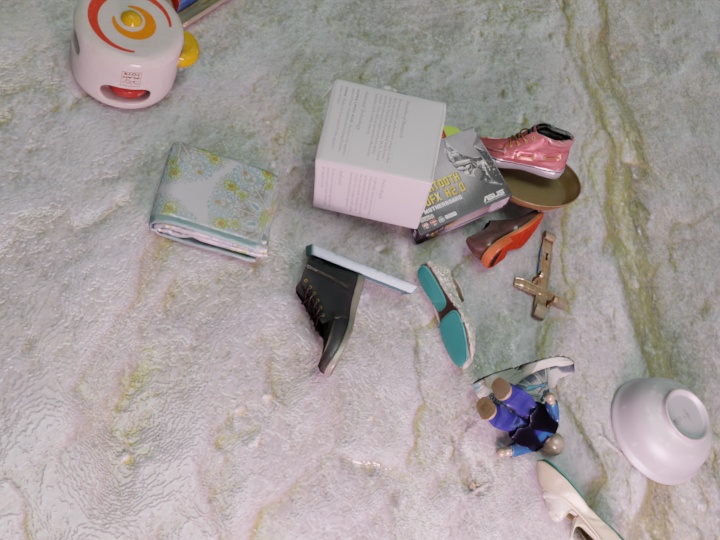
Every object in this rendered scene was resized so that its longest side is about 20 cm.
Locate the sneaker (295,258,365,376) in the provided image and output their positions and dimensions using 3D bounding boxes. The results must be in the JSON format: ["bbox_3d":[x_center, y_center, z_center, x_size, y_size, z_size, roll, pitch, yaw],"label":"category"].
[{"bbox_3d":[-0.065,0.074,1.355,0.105,0.075,0.202,21,47,-7],"label":"sneaker"}]

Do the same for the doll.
[{"bbox_3d":[0.268,0.253,1.376,0.199,0.137,0.048,35,5,-34],"label":"doll"}]

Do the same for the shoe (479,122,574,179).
[{"bbox_3d":[0.313,-0.248,1.640,0.197,0.092,0.072,14,41,0],"label":"shoe"}]

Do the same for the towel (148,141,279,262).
[{"bbox_3d":[-0.236,-0.113,1.395,0.197,0.048,0.173,17,54,-14],"label":"towel"}]

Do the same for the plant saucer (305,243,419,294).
[{"bbox_3d":[0.000,0.000,1.427,0.197,0.070,0.019,23,83,-11],"label":"plant saucer"}]

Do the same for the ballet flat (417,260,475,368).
[{"bbox_3d":[0.164,0.068,1.456,0.071,0.072,0.203,-11,69,-28],"label":"ballet flat"}]

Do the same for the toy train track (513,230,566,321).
[{"bbox_3d":[0.354,0.002,1.601,0.113,0.033,0.202,23,54,-11],"label":"toy train track"}]

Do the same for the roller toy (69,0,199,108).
[{"bbox_3d":[-0.392,-0.381,1.418,0.199,0.140,0.183,40,54,1],"label":"roller toy"}]

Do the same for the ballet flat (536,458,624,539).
[{"bbox_3d":[0.345,0.396,1.357,0.200,0.070,0.069,46,54,5],"label":"ballet flat"}]

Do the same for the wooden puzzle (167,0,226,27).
[{"bbox_3d":[-0.348,-0.570,1.603,0.200,0.046,0.185,42,54,3],"label":"wooden puzzle"}]

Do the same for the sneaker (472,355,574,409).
[{"bbox_3d":[0.287,0.204,1.443,0.197,0.078,0.088,-13,80,-22],"label":"sneaker"}]

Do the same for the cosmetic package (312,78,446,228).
[{"bbox_3d":[0.029,-0.197,1.449,0.196,0.165,0.168,12,66,-1],"label":"cosmetic package"}]

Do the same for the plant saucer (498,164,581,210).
[{"bbox_3d":[0.336,-0.176,1.665,0.196,0.036,0.202,8,42,-7],"label":"plant saucer"}]

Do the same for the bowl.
[{"bbox_3d":[0.557,0.271,1.505,0.198,0.091,0.204,11,58,-18],"label":"bowl"}]

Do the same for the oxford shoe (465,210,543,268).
[{"bbox_3d":[0.277,-0.078,1.592,0.072,0.072,0.199,42,46,20],"label":"oxford shoe"}]

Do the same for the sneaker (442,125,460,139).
[{"bbox_3d":[0.122,-0.258,1.610,0.197,0.091,0.079,-8,64,-29],"label":"sneaker"}]

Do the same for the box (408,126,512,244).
[{"bbox_3d":[0.158,-0.159,1.561,0.197,0.048,0.160,-22,72,-14],"label":"box"}]
